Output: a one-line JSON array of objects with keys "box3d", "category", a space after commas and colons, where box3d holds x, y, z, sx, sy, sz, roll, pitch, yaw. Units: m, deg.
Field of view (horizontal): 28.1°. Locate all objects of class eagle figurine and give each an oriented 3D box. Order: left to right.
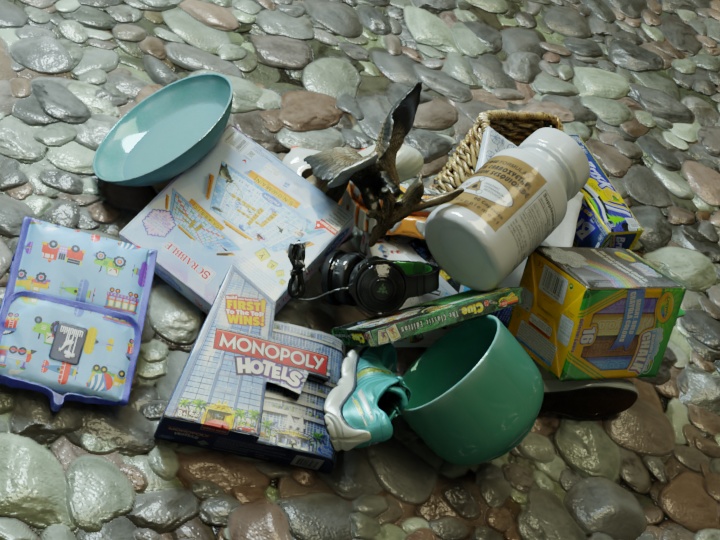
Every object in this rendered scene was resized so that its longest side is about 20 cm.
[{"box3d": [0.019, -0.126, 1.690, 0.151, 0.151, 0.200, -3, 49, -15], "category": "eagle figurine"}]

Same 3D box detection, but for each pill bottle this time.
[{"box3d": [0.177, -0.077, 1.689, 0.114, 0.115, 0.200, 39, 60, 16], "category": "pill bottle"}]

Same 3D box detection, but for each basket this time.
[{"box3d": [0.214, -0.112, 1.896, 0.200, 0.149, 0.143, -3, 45, -52], "category": "basket"}]

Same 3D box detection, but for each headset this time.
[{"box3d": [0.000, 0.000, 1.660, 0.199, 0.094, 0.123, -10, 13, -37], "category": "headset"}]

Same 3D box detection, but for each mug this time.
[{"box3d": [0.139, 0.132, 1.613, 0.185, 0.152, 0.114, -46, 106, -22], "category": "mug"}]

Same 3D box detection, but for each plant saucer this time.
[{"box3d": [-0.233, -0.164, 1.753, 0.036, 0.199, 0.200, 57, 27, -32], "category": "plant saucer"}]

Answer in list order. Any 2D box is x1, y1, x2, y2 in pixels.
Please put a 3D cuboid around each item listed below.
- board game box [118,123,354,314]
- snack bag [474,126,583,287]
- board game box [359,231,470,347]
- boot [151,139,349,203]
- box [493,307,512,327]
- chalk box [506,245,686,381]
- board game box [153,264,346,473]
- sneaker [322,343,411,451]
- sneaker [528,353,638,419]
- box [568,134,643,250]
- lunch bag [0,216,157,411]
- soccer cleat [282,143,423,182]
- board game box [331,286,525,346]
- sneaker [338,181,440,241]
[{"box3d": [-0.145, -0.046, 1.699, 0.200, 0.041, 0.200, 37, 68, 14], "category": "board game box"}, {"box3d": [0.198, -0.051, 1.790, 0.188, 0.021, 0.201, 33, 61, -31], "category": "snack bag"}, {"box3d": [0.081, 0.019, 1.779, 0.126, 0.035, 0.200, 1, 37, -15], "category": "board game box"}, {"box3d": [-0.136, -0.118, 1.790, 0.200, 0.066, 0.175, 37, 65, 14], "category": "boot"}, {"box3d": [0.234, 0.065, 1.838, 0.199, 0.032, 0.121, 29, 40, 6], "category": "box"}, {"box3d": [0.299, 0.050, 1.737, 0.199, 0.124, 0.124, 2, 24, -32], "category": "chalk box"}, {"box3d": [-0.109, 0.102, 1.567, 0.199, 0.062, 0.201, 13, 58, -14], "category": "board game box"}, {"box3d": [0.018, 0.138, 1.574, 0.079, 0.078, 0.200, -7, 23, 15], "category": "sneaker"}, {"box3d": [0.242, 0.127, 1.743, 0.199, 0.073, 0.085, 6, 46, -19], "category": "sneaker"}, {"box3d": [0.315, -0.101, 2.027, 0.064, 0.070, 0.200, -3, 48, -28], "category": "box"}, {"box3d": [-0.313, 0.062, 1.542, 0.150, 0.094, 0.201, 14, 54, -14], "category": "lunch bag"}, {"box3d": [-0.007, -0.127, 1.896, 0.199, 0.070, 0.078, -3, 38, -19], "category": "soccer cleat"}, {"box3d": [0.077, 0.052, 1.638, 0.199, 0.105, 0.024, -15, 93, -25], "category": "board game box"}, {"box3d": [0.058, -0.076, 1.821, 0.199, 0.079, 0.077, 20, 10, 19], "category": "sneaker"}]
